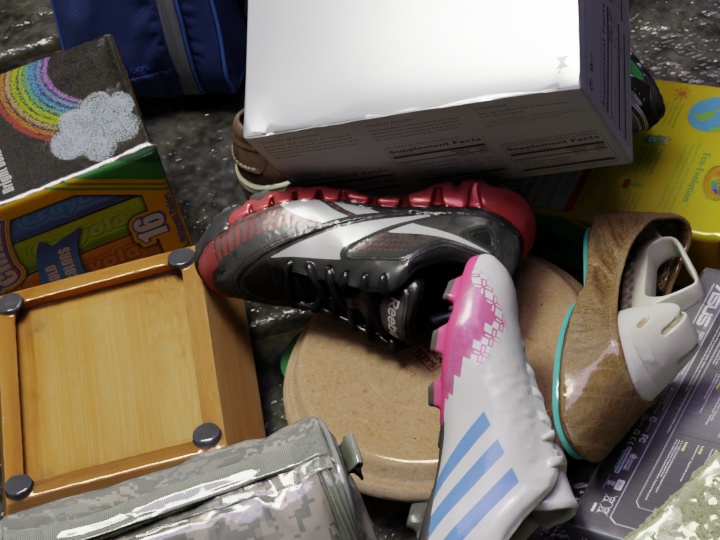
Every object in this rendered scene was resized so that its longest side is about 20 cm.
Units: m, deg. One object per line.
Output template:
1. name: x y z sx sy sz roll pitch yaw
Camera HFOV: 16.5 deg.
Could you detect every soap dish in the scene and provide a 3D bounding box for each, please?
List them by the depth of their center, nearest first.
1. soap dish: -0.138 0.081 1.447 0.157 0.081 0.200 -14 45 2

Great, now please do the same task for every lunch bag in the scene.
1. lunch bag: -0.082 0.166 1.284 0.200 0.168 0.139 -19 44 -2
2. lunch bag: -0.133 -0.218 1.657 0.132 0.200 0.136 -3 40 9

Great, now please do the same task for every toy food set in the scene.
1. toy food set: 0.046 0.061 1.436 0.200 0.049 0.198 26 58 34

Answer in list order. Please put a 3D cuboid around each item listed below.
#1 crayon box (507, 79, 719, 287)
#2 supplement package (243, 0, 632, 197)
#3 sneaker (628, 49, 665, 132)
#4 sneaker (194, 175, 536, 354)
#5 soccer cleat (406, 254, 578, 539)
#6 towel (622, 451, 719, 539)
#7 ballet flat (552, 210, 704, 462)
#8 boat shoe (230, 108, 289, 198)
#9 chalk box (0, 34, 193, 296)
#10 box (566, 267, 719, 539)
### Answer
1. crayon box: 0.176 -0.056 1.513 0.200 0.051 0.127 10 50 25
2. supplement package: 0.045 -0.139 1.429 0.200 0.111 0.156 -7 68 19
3. sneaker: 0.091 -0.098 1.501 0.200 0.078 0.085 4 54 32
4. sneaker: 0.000 0.000 1.421 0.200 0.071 0.098 -3 45 8
5. soccer cleat: 0.078 0.091 1.326 0.086 0.070 0.200 5 75 14
6. towel: 0.163 0.193 1.239 0.200 0.036 0.148 -42 57 -3
7. ballet flat: 0.153 0.027 1.368 0.072 0.068 0.200 -17 26 23
8. boat shoe: 0.012 -0.109 1.595 0.202 0.075 0.075 -26 45 -10
9. chalk box: -0.219 -0.037 1.558 0.200 0.124 0.125 -21 45 -3
10. box: 0.224 0.097 1.349 0.158 0.048 0.200 13 52 26
